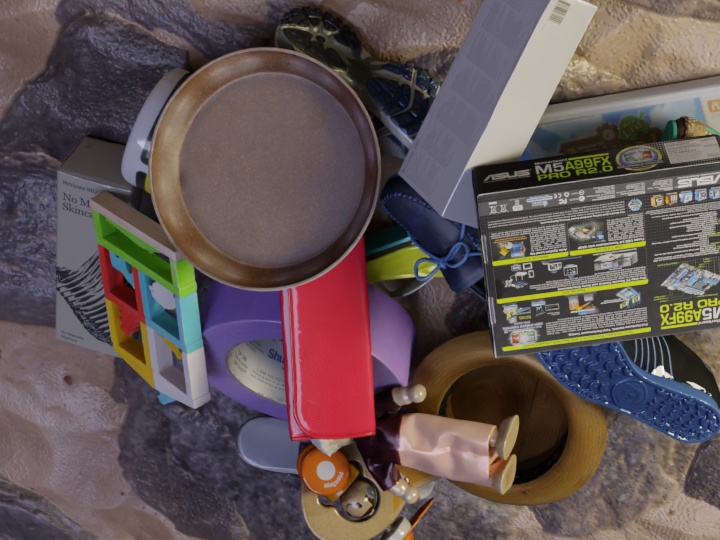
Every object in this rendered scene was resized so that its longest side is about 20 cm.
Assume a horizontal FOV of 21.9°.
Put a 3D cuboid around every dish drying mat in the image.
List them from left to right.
[{"bbox_3d":[-0.030,0.047,1.590,0.076,0.018,0.201,-4,101,-4],"label":"dish drying mat"}]

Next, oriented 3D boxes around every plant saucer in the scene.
[{"bbox_3d":[-0.078,-0.084,1.547,0.199,0.034,0.201,0,92,11],"label":"plant saucer"}]

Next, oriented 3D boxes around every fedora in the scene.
[{"bbox_3d":[0.139,0.121,1.698,0.200,0.082,0.201,11,126,15],"label":"fedora"}]

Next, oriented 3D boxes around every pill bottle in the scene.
[{"bbox_3d":[-0.099,-0.088,1.631,0.199,0.113,0.113,26,128,3],"label":"pill bottle"}]

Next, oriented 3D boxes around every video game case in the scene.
[{"bbox_3d":[0.240,-0.066,1.567,0.199,0.022,0.183,-8,119,26],"label":"video game case"}]

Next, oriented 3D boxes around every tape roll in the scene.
[{"bbox_3d":[-0.051,0.070,1.701,0.199,0.066,0.200,10,151,6],"label":"tape roll"}]

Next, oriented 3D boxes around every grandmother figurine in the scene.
[{"bbox_3d":[0.040,0.153,1.674,0.199,0.061,0.122,11,107,19],"label":"grandmother figurine"}]

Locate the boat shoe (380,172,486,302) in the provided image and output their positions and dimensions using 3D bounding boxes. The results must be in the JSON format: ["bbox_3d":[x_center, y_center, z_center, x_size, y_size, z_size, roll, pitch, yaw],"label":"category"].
[{"bbox_3d":[0.100,-0.011,1.584,0.199,0.069,0.084,31,154,-8],"label":"boat shoe"}]

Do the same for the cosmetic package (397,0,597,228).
[{"bbox_3d":[0.108,-0.141,1.483,0.050,0.083,0.201,14,111,-36],"label":"cosmetic package"}]

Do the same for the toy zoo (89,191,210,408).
[{"bbox_3d":[-0.189,0.040,1.687,0.131,0.020,0.201,31,137,40],"label":"toy zoo"}]

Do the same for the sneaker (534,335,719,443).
[{"bbox_3d":[0.228,0.076,1.610,0.200,0.078,0.070,32,122,-18],"label":"sneaker"}]

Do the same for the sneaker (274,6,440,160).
[{"bbox_3d":[0.006,-0.140,1.589,0.200,0.077,0.085,38,138,3],"label":"sneaker"}]

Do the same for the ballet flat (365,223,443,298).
[{"bbox_3d":[0.000,0.000,1.683,0.199,0.067,0.067,-13,120,26],"label":"ballet flat"}]

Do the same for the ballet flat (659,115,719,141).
[{"bbox_3d":[0.254,-0.036,1.530,0.065,0.071,0.201,14,132,-6],"label":"ballet flat"}]

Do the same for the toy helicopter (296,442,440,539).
[{"bbox_3d":[0.041,0.203,1.758,0.199,0.079,0.133,-20,90,-6],"label":"toy helicopter"}]

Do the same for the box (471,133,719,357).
[{"bbox_3d":[0.194,-0.018,1.477,0.199,0.044,0.161,-8,124,3],"label":"box"}]

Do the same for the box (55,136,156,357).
[{"bbox_3d":[-0.241,-0.020,1.763,0.082,0.068,0.201,14,127,12],"label":"box"}]

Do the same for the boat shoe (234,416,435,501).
[{"bbox_3d":[-0.024,0.181,1.823,0.199,0.057,0.069,14,84,-2],"label":"boat shoe"}]
